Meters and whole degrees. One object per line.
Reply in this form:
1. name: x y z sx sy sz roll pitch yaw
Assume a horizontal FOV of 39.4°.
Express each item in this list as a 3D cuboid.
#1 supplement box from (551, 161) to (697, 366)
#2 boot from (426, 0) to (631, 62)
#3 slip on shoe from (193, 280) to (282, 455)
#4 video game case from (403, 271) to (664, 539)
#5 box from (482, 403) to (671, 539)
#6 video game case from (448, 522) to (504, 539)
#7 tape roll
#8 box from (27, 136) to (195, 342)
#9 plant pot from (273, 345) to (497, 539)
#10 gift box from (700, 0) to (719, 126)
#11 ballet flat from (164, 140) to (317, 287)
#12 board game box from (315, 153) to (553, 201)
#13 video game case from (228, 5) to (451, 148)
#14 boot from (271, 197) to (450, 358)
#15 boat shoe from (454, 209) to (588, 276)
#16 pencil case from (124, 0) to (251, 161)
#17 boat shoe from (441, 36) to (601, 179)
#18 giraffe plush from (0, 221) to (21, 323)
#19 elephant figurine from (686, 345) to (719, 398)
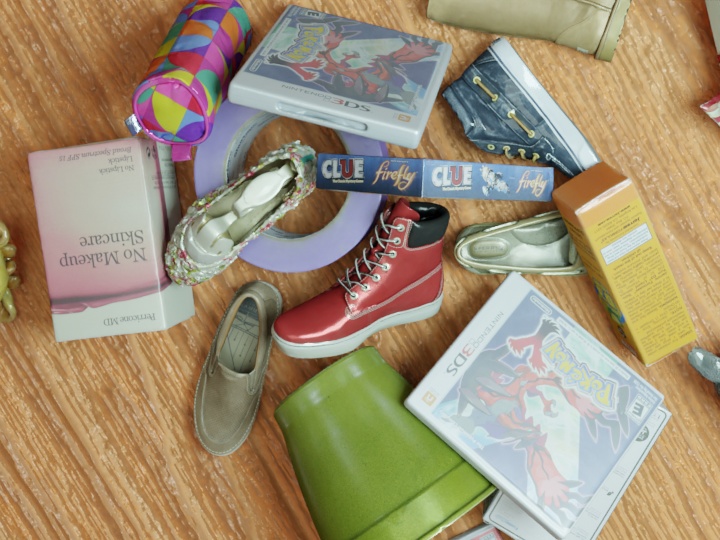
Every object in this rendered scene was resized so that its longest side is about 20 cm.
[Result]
1. supplement box: 0.264 -0.004 1.001 0.068 0.067 0.201 -32 115 1
2. boot: 0.184 -0.316 1.019 0.198 0.066 0.177 18 97 6
3. slip on shoe: -0.137 0.110 1.100 0.075 0.061 0.202 22 98 4
4. video game case: 0.173 0.129 0.994 0.200 0.023 0.182 40 71 6
5. box: 0.225 0.201 1.067 0.116 0.060 0.201 28 98 3
6. video game case: 0.131 0.396 1.119 0.142 0.017 0.201 -28 92 8
7. tape roll: -0.069 -0.102 1.060 0.198 0.085 0.202 1 97 6
8. box: -0.263 -0.035 1.076 0.126 0.109 0.202 -7 94 7
9. plant pot: 0.012 0.190 1.038 0.200 0.200 0.194 -35 79 9
10. gift box: 0.425 -0.218 0.935 0.198 0.187 0.187 -12 96 -8
11. ballet flat: -0.126 -0.057 0.997 0.200 0.064 0.076 -42 91 9
12. board game box: 0.075 -0.089 0.965 0.135 0.199 0.035 9 98 43
13. video game case: -0.013 -0.196 0.987 0.180 0.201 0.023 15 127 5
14. boot: 0.000 0.000 1.004 0.199 0.072 0.145 -20 135 -25
15. boat shoe: 0.197 -0.028 1.045 0.198 0.063 0.074 -2 96 7
16. pencil case: -0.167 -0.201 1.009 0.087 0.201 0.089 6 132 7
17. boat shoe: 0.174 -0.136 1.041 0.091 0.071 0.201 -39 87 16
18. giraffe plush: -0.463 0.014 1.101 0.160 0.173 0.202 7 62 -4
19. elephant figurine: 0.461 0.087 1.008 0.200 0.155 0.141 -45 46 -2
